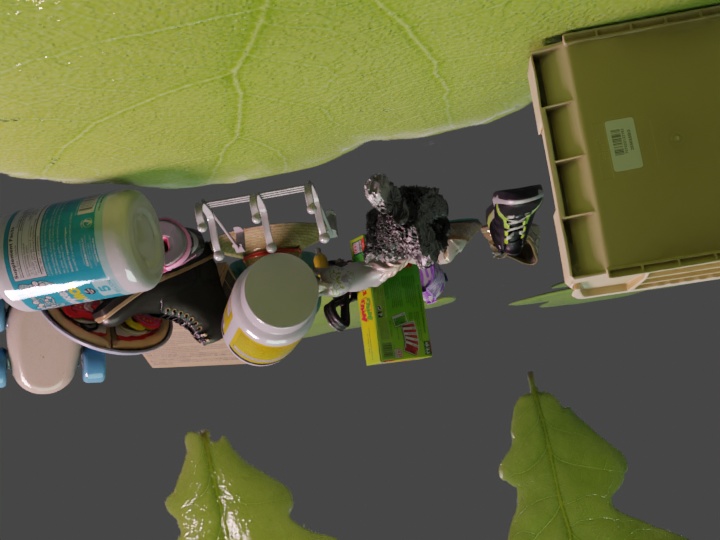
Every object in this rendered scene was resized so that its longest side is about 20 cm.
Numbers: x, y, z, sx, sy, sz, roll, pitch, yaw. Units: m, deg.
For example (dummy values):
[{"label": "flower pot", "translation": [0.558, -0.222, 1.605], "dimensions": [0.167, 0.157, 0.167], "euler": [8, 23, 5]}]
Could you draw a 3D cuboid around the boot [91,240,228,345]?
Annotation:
[{"label": "boot", "translation": [-0.255, 0.062, 1.183], "dimensions": [0.199, 0.140, 0.077], "euler": [-34, -166, -38]}]

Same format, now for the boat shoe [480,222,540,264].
[{"label": "boat shoe", "translation": [0.261, -0.049, 1.446], "dimensions": [0.072, 0.064, 0.199], "euler": [-13, 170, 31]}]

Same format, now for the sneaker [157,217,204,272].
[{"label": "sneaker", "translation": [-0.291, -0.019, 1.124], "dimensions": [0.197, 0.080, 0.095], "euler": [-10, -177, 19]}]

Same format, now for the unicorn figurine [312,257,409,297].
[{"label": "unicorn figurine", "translation": [0.000, 0.000, 1.237], "dimensions": [0.199, 0.075, 0.137], "euler": [-32, -173, -27]}]

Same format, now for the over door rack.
[{"label": "over door rack", "translation": [-0.108, -0.051, 1.077], "dimensions": [0.145, 0.068, 0.200], "euler": [-8, 171, 5]}]

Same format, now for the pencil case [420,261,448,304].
[{"label": "pencil case", "translation": [0.114, 0.014, 1.637], "dimensions": [0.082, 0.087, 0.200], "euler": [-9, 170, 12]}]

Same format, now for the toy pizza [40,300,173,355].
[{"label": "toy pizza", "translation": [-0.354, 0.044, 1.204], "dimensions": [0.198, 0.200, 0.032], "euler": [2, 126, -47]}]

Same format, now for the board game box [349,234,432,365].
[{"label": "board game box", "translation": [0.049, 0.045, 1.386], "dimensions": [0.100, 0.204, 0.047], "euler": [-3, 170, -32]}]

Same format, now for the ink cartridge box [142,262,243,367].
[{"label": "ink cartridge box", "translation": [-0.275, 0.074, 1.368], "dimensions": [0.197, 0.076, 0.166], "euler": [-4, 134, 20]}]

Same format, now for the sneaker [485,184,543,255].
[{"label": "sneaker", "translation": [0.226, -0.066, 1.238], "dimensions": [0.070, 0.084, 0.200], "euler": [-9, 171, 2]}]

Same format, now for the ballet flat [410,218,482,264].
[{"label": "ballet flat", "translation": [0.110, -0.042, 1.332], "dimensions": [0.197, 0.068, 0.068], "euler": [-3, 170, -31]}]

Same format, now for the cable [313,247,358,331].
[{"label": "cable", "translation": [-0.038, 0.046, 1.355], "dimensions": [0.050, 0.201, 0.097], "euler": [-29, 122, 17]}]

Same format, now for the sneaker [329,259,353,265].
[{"label": "sneaker", "translation": [-0.031, 0.014, 1.544], "dimensions": [0.114, 0.077, 0.199], "euler": [0, 169, -29]}]

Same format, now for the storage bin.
[{"label": "storage bin", "translation": [0.248, -0.093, 0.702], "dimensions": [0.195, 0.204, 0.094], "euler": [-9, 170, 6]}]

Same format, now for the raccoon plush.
[{"label": "raccoon plush", "translation": [0.027, -0.077, 1.109], "dimensions": [0.132, 0.098, 0.200], "euler": [2, 149, 37]}]

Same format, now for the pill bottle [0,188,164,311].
[{"label": "pill bottle", "translation": [-0.322, -0.018, 0.936], "dimensions": [0.196, 0.113, 0.111], "euler": [-10, 171, 10]}]

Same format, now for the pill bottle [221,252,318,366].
[{"label": "pill bottle", "translation": [-0.119, 0.052, 1.133], "dimensions": [0.112, 0.116, 0.200], "euler": [-6, 165, -16]}]

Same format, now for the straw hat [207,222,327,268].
[{"label": "straw hat", "translation": [-0.127, -0.006, 1.276], "dimensions": [0.197, 0.087, 0.201], "euler": [-8, 172, -1]}]

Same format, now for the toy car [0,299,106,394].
[{"label": "toy car", "translation": [-0.514, 0.084, 1.398], "dimensions": [0.181, 0.180, 0.200], "euler": [-1, -162, -22]}]

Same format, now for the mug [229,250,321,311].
[{"label": "mug", "translation": [-0.156, 0.042, 1.455], "dimensions": [0.182, 0.117, 0.152], "euler": [-8, 171, 0]}]
